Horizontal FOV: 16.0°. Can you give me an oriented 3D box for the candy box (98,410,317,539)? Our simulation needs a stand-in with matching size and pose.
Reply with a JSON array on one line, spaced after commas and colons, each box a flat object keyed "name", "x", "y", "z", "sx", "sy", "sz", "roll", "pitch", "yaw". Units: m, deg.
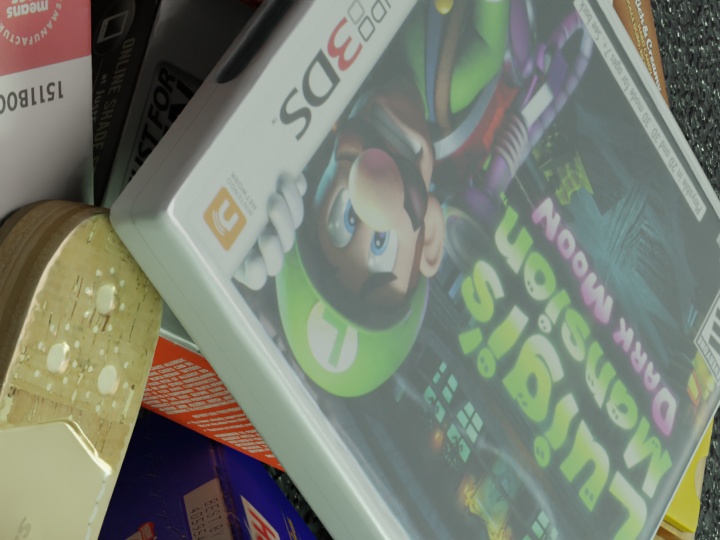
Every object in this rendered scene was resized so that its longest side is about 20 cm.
[{"name": "candy box", "x": -0.016, "y": 0.161, "z": 0.746, "sx": 0.200, "sy": 0.077, "sz": 0.169, "roll": 58, "pitch": 7, "yaw": -31}]

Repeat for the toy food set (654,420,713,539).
[{"name": "toy food set", "x": 0.100, "y": 0.095, "z": 0.873, "sx": 0.143, "sy": 0.060, "sz": 0.201, "roll": 33, "pitch": 63, "yaw": -51}]

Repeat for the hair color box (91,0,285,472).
[{"name": "hair color box", "x": -0.004, "y": 0.005, "z": 0.733, "sx": 0.199, "sy": 0.061, "sz": 0.102, "roll": 29, "pitch": 65, "yaw": -32}]

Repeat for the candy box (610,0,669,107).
[{"name": "candy box", "x": 0.081, "y": -0.027, "z": 0.963, "sx": 0.117, "sy": 0.056, "sz": 0.201, "roll": -47, "pitch": 130, "yaw": -59}]

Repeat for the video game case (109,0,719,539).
[{"name": "video game case", "x": 0.034, "y": -0.002, "z": 0.685, "sx": 0.200, "sy": 0.023, "sz": 0.182, "roll": 57, "pitch": 48, "yaw": -30}]

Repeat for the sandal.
[{"name": "sandal", "x": -0.069, "y": 0.092, "z": 0.586, "sx": 0.077, "sy": 0.069, "sz": 0.213, "roll": 17, "pitch": 85, "yaw": -56}]

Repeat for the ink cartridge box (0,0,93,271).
[{"name": "ink cartridge box", "x": -0.122, "y": 0.014, "z": 0.609, "sx": 0.116, "sy": 0.067, "sz": 0.201, "roll": -21, "pitch": 117, "yaw": -51}]

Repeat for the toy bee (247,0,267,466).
[{"name": "toy bee", "x": 0.000, "y": 0.000, "z": 0.831, "sx": 0.131, "sy": 0.108, "sz": 0.201, "roll": -61, "pitch": 149, "yaw": -42}]
